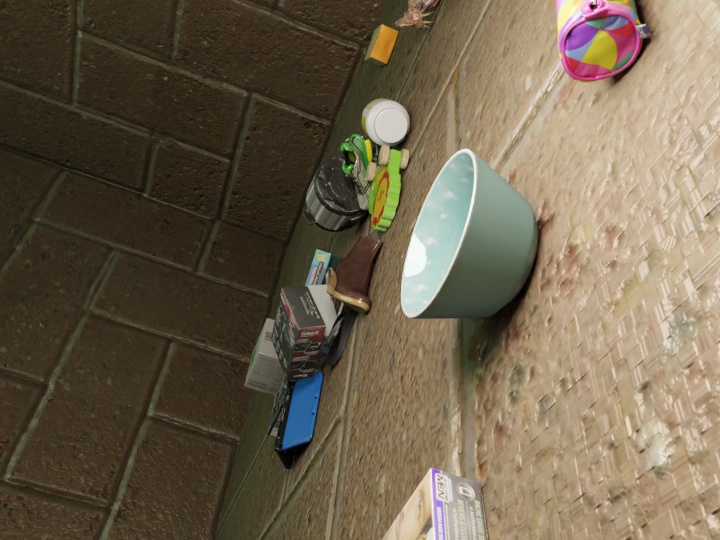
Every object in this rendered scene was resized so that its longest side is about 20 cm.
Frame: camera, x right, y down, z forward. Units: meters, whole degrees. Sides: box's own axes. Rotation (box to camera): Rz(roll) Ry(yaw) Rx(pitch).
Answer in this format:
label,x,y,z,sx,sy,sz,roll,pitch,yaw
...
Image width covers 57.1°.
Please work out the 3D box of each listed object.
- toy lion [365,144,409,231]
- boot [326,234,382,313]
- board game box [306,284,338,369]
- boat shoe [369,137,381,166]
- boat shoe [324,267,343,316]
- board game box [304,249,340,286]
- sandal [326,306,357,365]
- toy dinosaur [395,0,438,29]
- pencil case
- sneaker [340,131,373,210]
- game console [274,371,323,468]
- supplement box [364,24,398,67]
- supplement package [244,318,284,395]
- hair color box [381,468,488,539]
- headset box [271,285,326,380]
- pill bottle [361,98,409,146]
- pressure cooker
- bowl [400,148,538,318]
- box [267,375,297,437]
label,x,y,z,sx,sy,sz,roll,pitch,yaw
toy lion,0.055,-0.183,1.563,0.200,0.068,0.194,146,133,-74
boot,0.000,0.000,1.496,0.167,0.072,0.200,-58,27,-4
board game box,-0.122,0.152,1.734,0.200,0.064,0.149,122,138,-51
boat shoe,0.039,-0.300,1.785,0.072,0.067,0.202,123,159,-53
boat shoe,-0.076,0.067,1.787,0.201,0.060,0.074,-83,17,-46
board game box,-0.115,0.022,1.955,0.200,0.046,0.153,11,-83,-84
sandal,-0.047,0.129,1.580,0.076,0.042,0.202,-107,36,-72
toy dinosaur,0.179,-0.730,1.788,0.200,0.085,0.136,-50,29,20
pencil case,0.242,-0.285,0.687,0.089,0.087,0.202,121,163,-48
sneaker,-0.010,-0.247,1.696,0.078,0.085,0.202,13,124,48
game console,-0.145,0.390,1.718,0.172,0.117,0.202,74,-161,-47
supplement box,0.077,-0.851,2.510,0.200,0.073,0.127,-116,46,-76
supplement package,-0.284,0.297,2.225,0.153,0.149,0.201,-83,16,-46
hair color box,0.059,0.313,0.679,0.110,0.064,0.201,-87,20,-56
headset box,-0.156,0.148,1.644,0.149,0.076,0.202,59,143,43
pill bottle,0.064,-0.373,1.670,0.200,0.111,0.113,-106,36,-72
pressure cooker,-0.062,-0.206,1.852,0.200,0.174,0.181,135,145,-67
bowl,0.131,-0.026,0.763,0.201,0.104,0.203,-161,90,-80
box,-0.231,0.397,2.059,0.158,0.049,0.201,-87,19,-56
